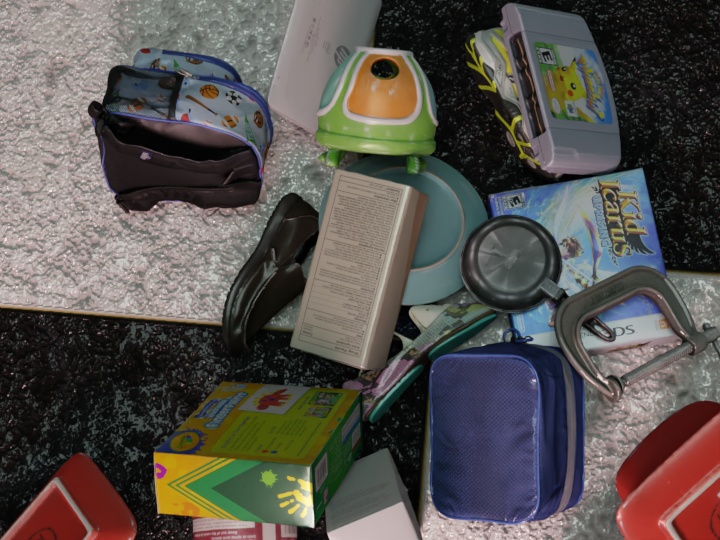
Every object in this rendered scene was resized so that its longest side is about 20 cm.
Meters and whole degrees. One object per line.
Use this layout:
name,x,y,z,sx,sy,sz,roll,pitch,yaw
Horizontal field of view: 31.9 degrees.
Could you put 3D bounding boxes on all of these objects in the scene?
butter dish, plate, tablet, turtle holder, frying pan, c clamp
butter dish,-0.299,0.333,1.349,0.200,0.148,0.200,-49,36,-8
plate,0.051,-0.056,1.442,0.199,0.026,0.201,2,65,-5
tablet,-0.039,-0.260,1.483,0.014,0.130,0.201,4,73,45
turtle holder,0.027,-0.182,1.417,0.140,0.185,0.133,8,99,23
frying pan,0.186,0.021,1.392,0.115,0.031,0.191,-29,72,-5
butter dish,0.348,0.223,1.317,0.199,0.148,0.200,-40,119,-3
c clamp,0.306,0.079,1.347,0.199,0.027,0.172,-17,76,-26

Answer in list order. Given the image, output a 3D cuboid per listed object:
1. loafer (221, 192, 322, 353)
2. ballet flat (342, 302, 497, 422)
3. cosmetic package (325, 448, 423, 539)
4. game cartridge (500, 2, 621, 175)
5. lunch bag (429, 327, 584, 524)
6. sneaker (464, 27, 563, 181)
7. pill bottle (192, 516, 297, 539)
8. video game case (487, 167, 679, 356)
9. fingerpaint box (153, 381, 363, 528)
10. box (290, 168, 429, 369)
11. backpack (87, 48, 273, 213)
loafer,-0.095,0.008,1.439,0.071,0.073,0.201,23,79,11
ballet flat,0.060,0.086,1.415,0.200,0.069,0.071,-40,73,-1
cosmetic package,0.018,0.268,1.293,0.084,0.200,0.108,-22,96,-1
game cartridge,0.235,-0.208,1.447,0.040,0.133,0.201,-26,71,44
lunch bag,0.159,0.162,1.334,0.135,0.132,0.201,1,90,34
sneaker,0.195,-0.200,1.468,0.076,0.075,0.201,-23,80,-8
pill bottle,-0.122,0.339,1.342,0.113,0.114,0.201,-3,76,4
video game case,0.251,-0.003,1.430,0.180,0.045,0.201,-10,76,1
fingerpaint box,-0.101,0.189,1.319,0.166,0.200,0.074,2,106,14
box,0.000,0.000,1.366,0.094,0.078,0.201,16,91,19
backpack,-0.195,-0.154,1.440,0.189,0.200,0.155,14,65,4
